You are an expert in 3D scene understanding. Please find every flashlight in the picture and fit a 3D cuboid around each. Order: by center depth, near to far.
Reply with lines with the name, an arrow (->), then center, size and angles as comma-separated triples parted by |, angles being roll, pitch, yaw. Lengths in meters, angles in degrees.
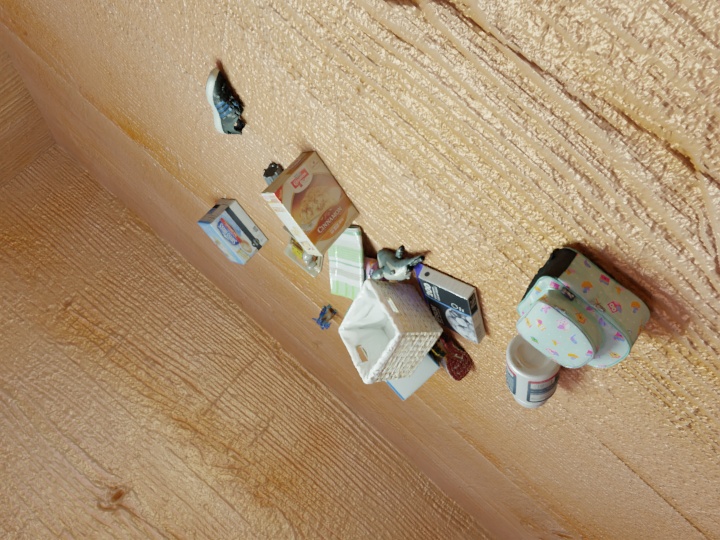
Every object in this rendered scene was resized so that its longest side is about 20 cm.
flashlight -> -0.208, -0.199, 1.672 | 0.067, 0.068, 0.201 | 25, 155, 40

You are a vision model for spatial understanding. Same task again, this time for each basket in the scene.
basket -> 0.074, 0.159, 1.562 | 0.201, 0.160, 0.199 | -60, 42, 30

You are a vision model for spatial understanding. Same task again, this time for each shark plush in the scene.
shark plush -> 0.088, -0.022, 1.481 | 0.090, 0.084, 0.200 | 6, 173, -15

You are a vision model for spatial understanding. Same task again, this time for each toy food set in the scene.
toy food set -> -0.193, -0.059, 1.933 | 0.143, 0.060, 0.200 | 39, 159, 8

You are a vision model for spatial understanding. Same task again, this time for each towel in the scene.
towel -> -0.044, -0.023, 1.630 | 0.149, 0.031, 0.202 | 14, 110, 52

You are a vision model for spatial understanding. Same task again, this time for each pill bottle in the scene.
pill bottle -> 0.394, 0.235, 1.377 | 0.119, 0.120, 0.200 | 30, 157, 29

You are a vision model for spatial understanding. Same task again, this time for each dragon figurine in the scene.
dragon figurine -> -0.145, 0.184, 2.275 | 0.059, 0.100, 0.200 | 45, 159, -10

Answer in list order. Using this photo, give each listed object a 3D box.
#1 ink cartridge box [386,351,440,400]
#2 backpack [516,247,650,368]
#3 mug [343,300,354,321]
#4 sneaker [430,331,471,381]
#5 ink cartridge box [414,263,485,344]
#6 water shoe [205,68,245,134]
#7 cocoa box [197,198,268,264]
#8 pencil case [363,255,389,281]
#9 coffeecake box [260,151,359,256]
ink cartridge box -> 0.133, 0.267, 1.769 | 0.147, 0.145, 0.200 | 46, -176, 6
backpack -> 0.385, 0.081, 1.049 | 0.199, 0.154, 0.176 | 31, 153, 10
mug -> 0.042, 0.166, 1.847 | 0.114, 0.153, 0.185 | 25, -177, 31
sneaker -> 0.249, 0.234, 1.724 | 0.200, 0.078, 0.082 | 54, 171, -22
ink cartridge box -> 0.211, 0.078, 1.504 | 0.199, 0.043, 0.199 | 28, 156, 37
water shoe -> -0.327, -0.417, 1.483 | 0.078, 0.072, 0.200 | 11, 154, 3
cocoa box -> -0.459, -0.139, 2.153 | 0.133, 0.131, 0.200 | 11, 143, 54
pencil case -> 0.000, 0.000, 1.668 | 0.199, 0.088, 0.088 | 16, 148, 51
coffeecake box -> -0.120, -0.162, 1.462 | 0.073, 0.154, 0.200 | 9, 142, 54
